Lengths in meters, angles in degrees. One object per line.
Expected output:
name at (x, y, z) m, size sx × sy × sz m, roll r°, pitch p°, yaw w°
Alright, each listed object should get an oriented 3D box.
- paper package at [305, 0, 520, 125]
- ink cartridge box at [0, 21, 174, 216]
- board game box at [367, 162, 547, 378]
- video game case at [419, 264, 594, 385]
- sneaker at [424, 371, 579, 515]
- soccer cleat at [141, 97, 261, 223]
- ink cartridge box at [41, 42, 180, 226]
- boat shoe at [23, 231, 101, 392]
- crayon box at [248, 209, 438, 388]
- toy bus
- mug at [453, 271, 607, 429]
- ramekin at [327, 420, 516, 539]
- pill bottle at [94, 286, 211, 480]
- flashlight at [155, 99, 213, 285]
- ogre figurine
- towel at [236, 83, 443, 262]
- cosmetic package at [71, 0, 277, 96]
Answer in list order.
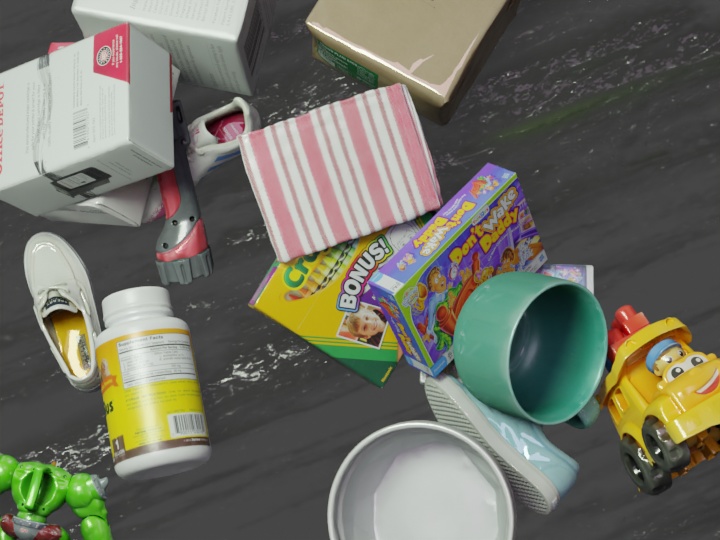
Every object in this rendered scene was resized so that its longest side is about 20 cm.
paper package at (0.064, -0.302, 1.540) m, size 0.199 × 0.104 × 0.191 m, roll 30°, pitch 78°, yaw 9°
ink cartridge box at (-0.306, -0.161, 1.401) m, size 0.199 × 0.083 × 0.146 m, roll -16°, pitch 66°, yaw 25°
board game box at (0.110, 0.000, 1.413) m, size 0.200 × 0.135 × 0.045 m, roll -45°, pitch 42°, yaw -19°
video game case at (0.169, 0.062, 1.484) m, size 0.198 × 0.018 × 0.144 m, roll 1°, pitch 75°, yaw 3°
sneaker at (0.159, 0.178, 1.436) m, size 0.082 × 0.074 × 0.200 m, roll -38°, pitch 76°, yaw -30°
soccer cleat at (-0.205, -0.136, 1.516) m, size 0.200 × 0.086 × 0.070 m, roll -39°, pitch 77°, yaw -7°
ink cartridge box at (-0.311, -0.159, 1.504) m, size 0.144 × 0.084 × 0.202 m, roll 5°, pitch 74°, yaw 30°
boat shoe at (-0.343, 0.042, 1.483) m, size 0.070 × 0.070 × 0.201 m, roll -19°, pitch 76°, yaw -3°
crayon box at (0.000, 0.000, 1.441) m, size 0.172 × 0.058 × 0.201 m, roll 33°, pitch 84°, yaw -13°
toy bus at (0.324, 0.118, 1.374) m, size 0.135 × 0.200 × 0.193 m, roll -25°, pitch 69°, yaw -11°
mug at (0.175, 0.093, 1.386) m, size 0.151 × 0.114 × 0.187 m, roll -16°, pitch 109°, yaw -34°
ramekin at (0.072, 0.259, 1.372) m, size 0.198 × 0.105 × 0.202 m, roll -1°, pitch 85°, yaw 14°
pill bottle at (-0.234, 0.125, 1.437) m, size 0.108 × 0.109 × 0.202 m, roll -12°, pitch 75°, yaw -1°
flashlight at (-0.219, -0.086, 1.467) m, size 0.068 × 0.068 × 0.202 m, roll -2°, pitch 110°, yaw 33°
ogre figurine at (-0.354, 0.270, 1.412) m, size 0.198 × 0.098 × 0.121 m, roll 13°, pitch 88°, yaw 17°
towel at (-0.021, -0.106, 1.395) m, size 0.199 × 0.030 × 0.147 m, roll -19°, pitch 95°, yaw -10°
cosmetic package at (-0.212, -0.327, 1.526) m, size 0.198 × 0.165 × 0.166 m, roll 12°, pitch 76°, yaw 4°
